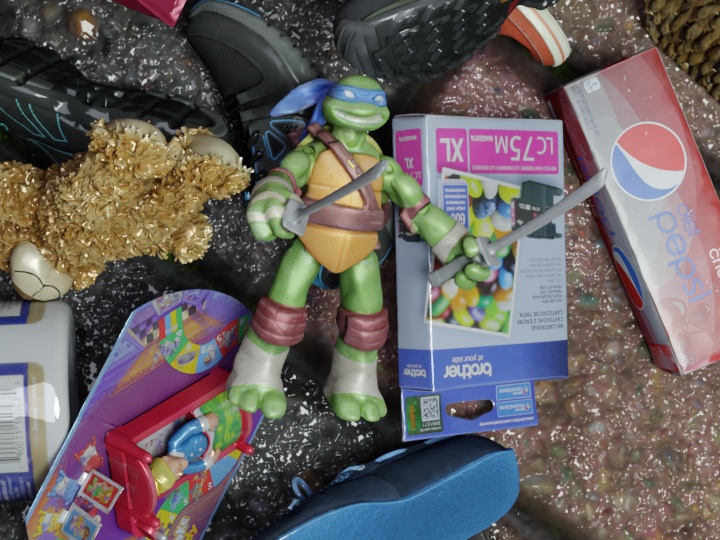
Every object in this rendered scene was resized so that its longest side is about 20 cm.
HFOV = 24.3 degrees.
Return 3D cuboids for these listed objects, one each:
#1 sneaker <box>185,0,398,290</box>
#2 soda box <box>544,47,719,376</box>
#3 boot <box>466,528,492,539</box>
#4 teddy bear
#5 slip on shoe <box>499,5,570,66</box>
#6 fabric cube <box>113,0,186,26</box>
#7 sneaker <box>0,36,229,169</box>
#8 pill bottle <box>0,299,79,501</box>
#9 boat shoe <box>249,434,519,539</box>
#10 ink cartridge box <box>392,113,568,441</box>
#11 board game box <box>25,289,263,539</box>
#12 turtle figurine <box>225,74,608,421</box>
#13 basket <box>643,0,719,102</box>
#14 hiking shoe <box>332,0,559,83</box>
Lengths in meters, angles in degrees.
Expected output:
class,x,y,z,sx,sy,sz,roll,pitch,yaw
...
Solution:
class,x,y,z,sx,sy,sz,roll,pitch,yaw
sneaker,-0.049,-0.080,1.041,0.082,0.073,0.200,-41,94,-14
soda box,0.192,-0.037,1.077,0.070,0.063,0.201,-23,92,-6
boot,0.028,0.239,1.012,0.173,0.069,0.201,-14,49,-3
teddy bear,-0.150,-0.032,0.958,0.199,0.145,0.067,-17,72,27
slip on shoe,0.044,-0.182,1.060,0.199,0.074,0.061,32,91,0
fabric cube,-0.179,-0.287,0.941,0.199,0.196,0.201,25,86,18
sneaker,-0.183,-0.085,1.029,0.199,0.075,0.080,22,115,8
pill bottle,-0.271,0.080,0.994,0.199,0.120,0.121,-1,89,-6
boat shoe,0.007,0.156,1.028,0.199,0.069,0.085,-13,112,-33
ink cartridge box,0.077,0.004,1.049,0.119,0.042,0.201,-2,93,-38
board game box,-0.108,0.113,1.000,0.039,0.158,0.201,25,85,36
turtle figurine,0.000,0.000,0.941,0.199,0.144,0.195,26,113,29
basket,0.272,-0.185,1.021,0.143,0.200,0.149,42,87,-3
hiking shoe,0.049,-0.182,0.985,0.199,0.076,0.101,-30,65,-30
